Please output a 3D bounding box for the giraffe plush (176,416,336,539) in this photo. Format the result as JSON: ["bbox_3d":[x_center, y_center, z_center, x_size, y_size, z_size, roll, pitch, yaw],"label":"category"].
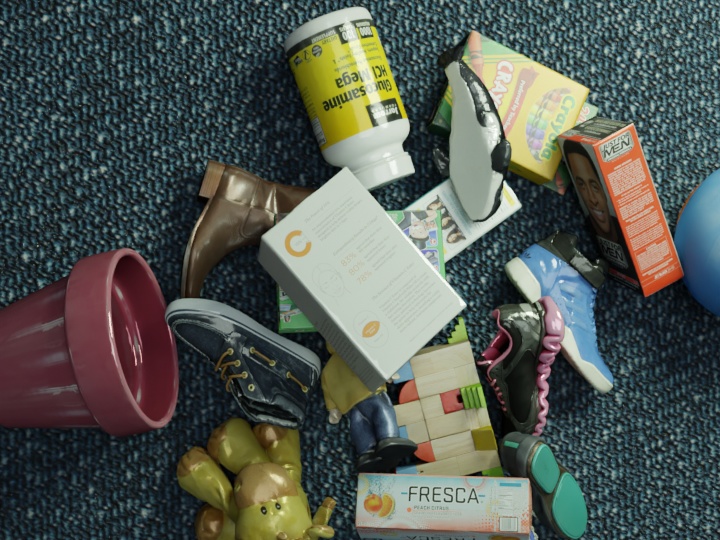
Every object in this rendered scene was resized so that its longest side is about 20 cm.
[{"bbox_3d":[-0.111,0.270,1.166,0.172,0.162,0.201,-36,93,-8],"label":"giraffe plush"}]

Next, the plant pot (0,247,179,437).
[{"bbox_3d":[-0.317,0.093,1.140,0.176,0.200,0.203,-14,90,8],"label":"plant pot"}]

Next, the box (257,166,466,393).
[{"bbox_3d":[-0.002,0.012,1.123,0.124,0.098,0.200,-40,85,-16],"label":"box"}]

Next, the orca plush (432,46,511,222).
[{"bbox_3d":[0.138,-0.162,1.228,0.071,0.105,0.203,-14,80,-50],"label":"orca plush"}]

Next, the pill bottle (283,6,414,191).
[{"bbox_3d":[-0.008,-0.196,1.220,0.111,0.112,0.203,-21,91,-8],"label":"pill bottle"}]

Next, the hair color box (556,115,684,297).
[{"bbox_3d":[0.312,-0.078,1.242,0.061,0.101,0.202,-26,107,-8],"label":"hair color box"}]

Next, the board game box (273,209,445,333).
[{"bbox_3d":[0.000,0.000,1.194,0.196,0.029,0.137,-1,79,-9],"label":"board game box"}]

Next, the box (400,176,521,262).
[{"bbox_3d":[0.093,-0.054,1.261,0.199,0.049,0.083,-35,92,-7],"label":"box"}]

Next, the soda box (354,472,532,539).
[{"bbox_3d":[0.095,0.272,1.172,0.196,0.069,0.064,1,62,8],"label":"soda box"}]

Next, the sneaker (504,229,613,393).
[{"bbox_3d":[0.277,0.044,1.270,0.111,0.077,0.201,-36,87,2],"label":"sneaker"}]

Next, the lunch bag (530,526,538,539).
[{"bbox_3d":[0.121,0.360,1.239,0.198,0.082,0.163,-24,94,-7],"label":"lunch bag"}]

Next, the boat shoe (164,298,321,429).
[{"bbox_3d":[-0.141,0.108,1.190,0.198,0.071,0.092,25,49,-13],"label":"boat shoe"}]

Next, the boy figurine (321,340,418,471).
[{"bbox_3d":[-0.002,0.133,1.205,0.064,0.124,0.202,9,49,-38],"label":"boy figurine"}]

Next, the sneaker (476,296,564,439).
[{"bbox_3d":[0.178,0.123,1.229,0.094,0.079,0.203,-1,115,-15],"label":"sneaker"}]

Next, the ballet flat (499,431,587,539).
[{"bbox_3d":[0.217,0.257,1.247,0.073,0.073,0.201,-41,132,-7],"label":"ballet flat"}]

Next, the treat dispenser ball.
[{"bbox_3d":[0.479,-0.033,1.238,0.197,0.201,0.205,0,88,-8],"label":"treat dispenser ball"}]

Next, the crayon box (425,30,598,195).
[{"bbox_3d":[0.196,-0.194,1.279,0.198,0.051,0.129,24,85,-7],"label":"crayon box"}]

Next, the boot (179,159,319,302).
[{"bbox_3d":[-0.108,-0.023,1.231,0.197,0.064,0.189,15,88,-12],"label":"boot"}]

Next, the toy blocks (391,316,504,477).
[{"bbox_3d":[0.084,0.173,1.240,0.135,0.100,0.203,-14,92,4],"label":"toy blocks"}]
